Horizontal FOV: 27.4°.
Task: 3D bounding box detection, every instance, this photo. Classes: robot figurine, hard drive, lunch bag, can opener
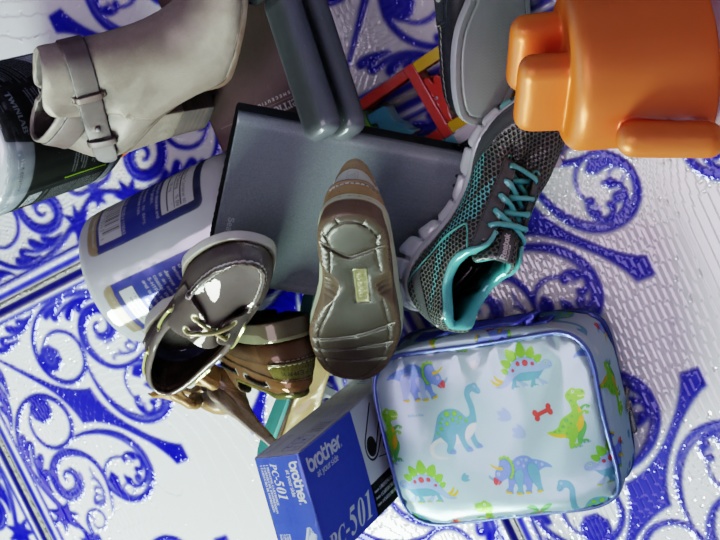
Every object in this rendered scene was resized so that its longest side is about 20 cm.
[{"bbox_3d":[0.204,-0.146,1.032,0.198,0.144,0.118,-4,105,-1],"label":"robot figurine"},{"bbox_3d":[-0.013,-0.046,1.156,0.198,0.033,0.141,10,114,-11],"label":"hard drive"},{"bbox_3d":[0.116,0.115,1.190,0.199,0.082,0.162,-11,101,25],"label":"lunch bag"},{"bbox_3d":[-0.052,-0.187,1.115,0.066,0.052,0.201,-36,70,44],"label":"can opener"}]

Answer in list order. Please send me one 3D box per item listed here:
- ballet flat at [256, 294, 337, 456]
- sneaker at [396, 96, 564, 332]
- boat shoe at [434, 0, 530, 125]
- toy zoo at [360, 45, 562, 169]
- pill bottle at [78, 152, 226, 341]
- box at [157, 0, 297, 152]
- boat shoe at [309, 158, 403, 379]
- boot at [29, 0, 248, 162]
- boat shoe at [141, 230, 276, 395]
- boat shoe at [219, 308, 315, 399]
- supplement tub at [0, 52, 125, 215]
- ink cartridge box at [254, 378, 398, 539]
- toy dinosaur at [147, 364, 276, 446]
[{"bbox_3d":[-0.038,0.092,1.286,0.063,0.069,0.201,12,118,-13],"label":"ballet flat"},{"bbox_3d":[0.103,-0.037,1.106,0.077,0.091,0.201,21,108,-29],"label":"sneaker"},{"bbox_3d":[0.087,-0.212,1.111,0.060,0.075,0.202,18,102,49],"label":"boat shoe"},{"bbox_3d":[0.072,-0.107,1.183,0.199,0.020,0.132,-31,90,30],"label":"toy zoo"},{"bbox_3d":[-0.124,-0.029,1.242,0.199,0.120,0.120,-23,95,20],"label":"pill bottle"},{"bbox_3d":[-0.100,-0.210,1.207,0.100,0.075,0.201,-21,97,30],"label":"box"},{"bbox_3d":[0.000,0.000,1.122,0.071,0.077,0.201,4,138,-2],"label":"boat shoe"},{"bbox_3d":[-0.174,-0.163,1.124,0.070,0.145,0.201,63,146,38],"label":"boot"},{"bbox_3d":[-0.119,0.035,1.142,0.071,0.060,0.200,17,147,-22],"label":"boat shoe"},{"bbox_3d":[-0.090,0.071,1.235,0.071,0.200,0.069,-12,95,-16],"label":"boat shoe"},{"bbox_3d":[-0.278,-0.120,1.249,0.122,0.200,0.124,8,108,26],"label":"supplement tub"},{"bbox_3d":[-0.010,0.156,1.202,0.044,0.200,0.095,-10,102,28],"label":"ink cartridge box"},{"bbox_3d":[-0.117,0.108,1.275,0.200,0.106,0.061,40,102,49],"label":"toy dinosaur"}]
